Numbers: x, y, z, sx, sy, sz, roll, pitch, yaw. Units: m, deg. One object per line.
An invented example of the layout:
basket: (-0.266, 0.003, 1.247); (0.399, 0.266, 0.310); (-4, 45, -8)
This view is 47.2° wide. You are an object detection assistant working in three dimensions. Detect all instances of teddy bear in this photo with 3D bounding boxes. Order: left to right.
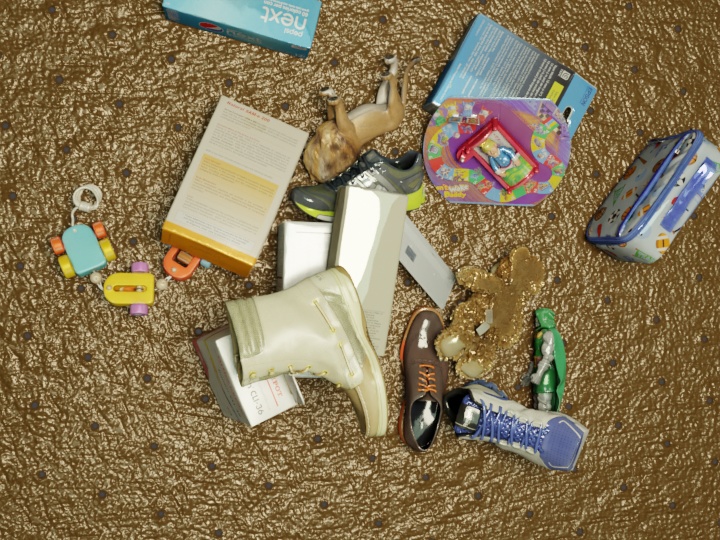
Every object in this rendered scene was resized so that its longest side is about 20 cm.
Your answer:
teddy bear: (0.176, 0.057, 1.149); (0.145, 0.067, 0.200); (23, 85, -24)

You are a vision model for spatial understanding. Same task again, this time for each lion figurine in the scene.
lion figurine: (0.007, -0.204, 1.123); (0.200, 0.072, 0.123); (-26, 128, -14)

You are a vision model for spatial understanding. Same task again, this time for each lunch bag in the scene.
lunch bag: (0.411, -0.105, 1.141); (0.076, 0.160, 0.200); (35, 86, -8)

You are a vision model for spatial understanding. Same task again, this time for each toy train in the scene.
toy train: (-0.302, -0.022, 1.092); (0.200, 0.056, 0.150); (27, 72, -3)

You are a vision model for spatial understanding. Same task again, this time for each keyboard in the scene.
keyboard: (0.069, -0.029, 1.112); (0.200, 0.011, 0.056); (48, 59, -33)

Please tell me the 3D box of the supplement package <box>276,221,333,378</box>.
supplement package: (-0.055, 0.038, 1.097); (0.113, 0.110, 0.200); (2, 90, -10)

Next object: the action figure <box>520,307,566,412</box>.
action figure: (0.259, 0.152, 1.160); (0.055, 0.118, 0.200); (3, 81, 0)

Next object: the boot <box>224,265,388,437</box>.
boot: (-0.060, 0.109, 0.925); (0.154, 0.072, 0.200); (-17, 91, -19)

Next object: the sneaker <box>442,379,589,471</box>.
sneaker: (0.184, 0.206, 1.082); (0.115, 0.199, 0.081); (6, 103, -50)

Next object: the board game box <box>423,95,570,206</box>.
board game box: (0.183, -0.152, 1.116); (0.200, 0.039, 0.158); (4, 121, 7)

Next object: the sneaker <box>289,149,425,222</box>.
sneaker: (-0.002, -0.119, 1.099); (0.200, 0.074, 0.081); (-12, 125, -26)

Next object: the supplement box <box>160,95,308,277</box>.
supplement box: (-0.164, -0.109, 1.077); (0.126, 0.074, 0.200); (24, 73, -8)

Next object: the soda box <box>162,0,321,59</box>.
soda box: (-0.157, -0.348, 1.102); (0.200, 0.064, 0.068); (14, 89, -9)

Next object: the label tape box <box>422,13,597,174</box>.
label tape box: (0.209, -0.243, 1.159); (0.200, 0.066, 0.143); (29, 87, -10)

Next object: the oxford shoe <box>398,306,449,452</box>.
oxford shoe: (0.094, 0.151, 1.139); (0.071, 0.073, 0.200); (2, 90, -8)

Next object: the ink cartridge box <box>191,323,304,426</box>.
ink cartridge box: (-0.144, 0.126, 1.035); (0.067, 0.200, 0.117); (-25, 94, -22)

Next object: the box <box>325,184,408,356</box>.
box: (0.000, 0.000, 1.012); (0.082, 0.068, 0.200); (10, 91, -12)
